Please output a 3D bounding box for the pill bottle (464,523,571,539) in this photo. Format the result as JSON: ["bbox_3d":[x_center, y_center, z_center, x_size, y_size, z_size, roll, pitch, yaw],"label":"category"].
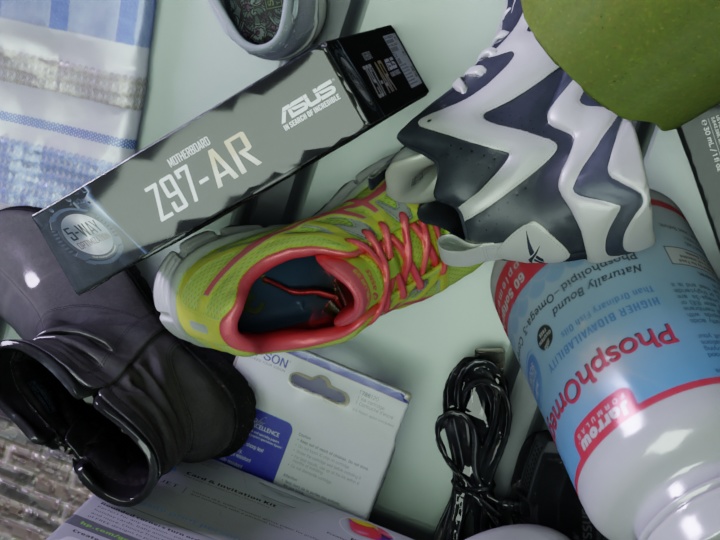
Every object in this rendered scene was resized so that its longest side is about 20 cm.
[{"bbox_3d":[0.105,0.235,0.987,0.112,0.113,0.201,-26,117,13],"label":"pill bottle"}]

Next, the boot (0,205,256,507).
[{"bbox_3d":[-0.152,0.034,0.970,0.199,0.131,0.070,33,107,18],"label":"boot"}]

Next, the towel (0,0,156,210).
[{"bbox_3d":[-0.194,-0.078,1.050,0.146,0.024,0.202,12,101,7],"label":"towel"}]

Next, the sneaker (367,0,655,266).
[{"bbox_3d":[0.061,-0.083,0.933,0.129,0.080,0.200,-13,63,4],"label":"sneaker"}]

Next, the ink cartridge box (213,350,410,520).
[{"bbox_3d":[-0.048,0.135,1.045,0.099,0.039,0.201,23,104,5],"label":"ink cartridge box"}]

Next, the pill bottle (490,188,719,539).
[{"bbox_3d":[0.143,0.062,0.921,0.108,0.109,0.201,-33,50,13],"label":"pill bottle"}]

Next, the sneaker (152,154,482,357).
[{"bbox_3d":[0.000,0.000,0.969,0.199,0.090,0.079,-23,110,-16],"label":"sneaker"}]

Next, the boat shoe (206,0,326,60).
[{"bbox_3d":[-0.064,-0.207,0.981,0.070,0.072,0.202,-14,97,12],"label":"boat shoe"}]

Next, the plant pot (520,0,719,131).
[{"bbox_3d":[0.163,-0.163,0.818,0.200,0.200,0.190,48,121,-1],"label":"plant pot"}]

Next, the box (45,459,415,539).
[{"bbox_3d":[-0.061,0.149,0.920,0.155,0.200,0.041,21,104,5],"label":"box"}]

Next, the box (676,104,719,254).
[{"bbox_3d":[0.255,-0.008,0.957,0.140,0.079,0.201,-18,95,14],"label":"box"}]

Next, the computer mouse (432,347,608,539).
[{"bbox_3d":[0.139,0.119,1.015,0.199,0.053,0.140,8,103,21],"label":"computer mouse"}]

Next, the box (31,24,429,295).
[{"bbox_3d":[-0.055,-0.059,0.939,0.160,0.200,0.044,-29,93,14],"label":"box"}]
